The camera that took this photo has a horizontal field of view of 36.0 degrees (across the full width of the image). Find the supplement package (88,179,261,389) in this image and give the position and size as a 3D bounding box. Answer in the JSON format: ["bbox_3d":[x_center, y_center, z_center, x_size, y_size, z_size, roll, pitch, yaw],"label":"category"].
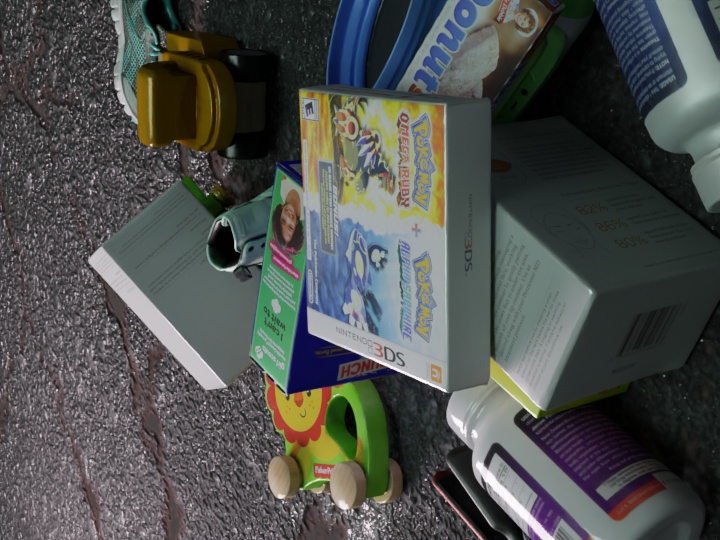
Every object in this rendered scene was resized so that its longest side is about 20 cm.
[{"bbox_3d":[-0.184,0.020,1.219,0.200,0.117,0.117,50,159,-8],"label":"supplement package"}]

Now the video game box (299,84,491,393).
[{"bbox_3d":[0.022,-0.030,0.808,0.182,0.047,0.200,16,112,51],"label":"video game box"}]

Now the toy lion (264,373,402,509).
[{"bbox_3d":[-0.041,0.151,1.196,0.200,0.069,0.192,-7,85,55],"label":"toy lion"}]

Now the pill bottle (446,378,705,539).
[{"bbox_3d":[0.159,0.156,0.866,0.200,0.111,0.111,44,132,40],"label":"pill bottle"}]

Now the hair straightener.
[{"bbox_3d":[0.139,0.230,0.971,0.200,0.041,0.077,52,137,33],"label":"hair straightener"}]

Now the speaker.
[{"bbox_3d":[0.107,-0.167,0.883,0.088,0.088,0.200,62,141,24],"label":"speaker"}]

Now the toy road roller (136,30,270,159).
[{"bbox_3d":[-0.198,-0.197,1.246,0.200,0.146,0.123,26,119,49],"label":"toy road roller"}]

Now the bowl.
[{"bbox_3d":[0.026,-0.223,0.956,0.201,0.039,0.201,-166,90,-70],"label":"bowl"}]

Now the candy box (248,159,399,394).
[{"bbox_3d":[0.000,0.000,0.999,0.077,0.169,0.200,40,129,47],"label":"candy box"}]

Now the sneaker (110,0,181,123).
[{"bbox_3d":[-0.260,-0.273,1.380,0.091,0.078,0.200,-6,95,51],"label":"sneaker"}]

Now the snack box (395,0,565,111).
[{"bbox_3d":[0.074,-0.146,0.844,0.072,0.024,0.200,43,136,10],"label":"snack box"}]

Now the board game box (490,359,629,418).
[{"bbox_3d":[0.119,0.033,0.899,0.200,0.102,0.048,43,130,41],"label":"board game box"}]

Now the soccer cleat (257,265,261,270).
[{"bbox_3d":[-0.054,-0.034,1.157,0.200,0.067,0.081,-43,65,47],"label":"soccer cleat"}]

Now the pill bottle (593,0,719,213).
[{"bbox_3d":[0.219,-0.143,0.697,0.111,0.111,0.200,-35,69,52],"label":"pill bottle"}]

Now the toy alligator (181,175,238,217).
[{"bbox_3d":[-0.150,-0.039,1.307,0.200,0.059,0.054,47,178,28],"label":"toy alligator"}]

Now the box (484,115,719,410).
[{"bbox_3d":[0.141,-0.015,0.813,0.200,0.152,0.106,48,135,38],"label":"box"}]

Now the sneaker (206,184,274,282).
[{"bbox_3d":[-0.063,-0.060,1.043,0.200,0.118,0.074,-43,77,33],"label":"sneaker"}]
